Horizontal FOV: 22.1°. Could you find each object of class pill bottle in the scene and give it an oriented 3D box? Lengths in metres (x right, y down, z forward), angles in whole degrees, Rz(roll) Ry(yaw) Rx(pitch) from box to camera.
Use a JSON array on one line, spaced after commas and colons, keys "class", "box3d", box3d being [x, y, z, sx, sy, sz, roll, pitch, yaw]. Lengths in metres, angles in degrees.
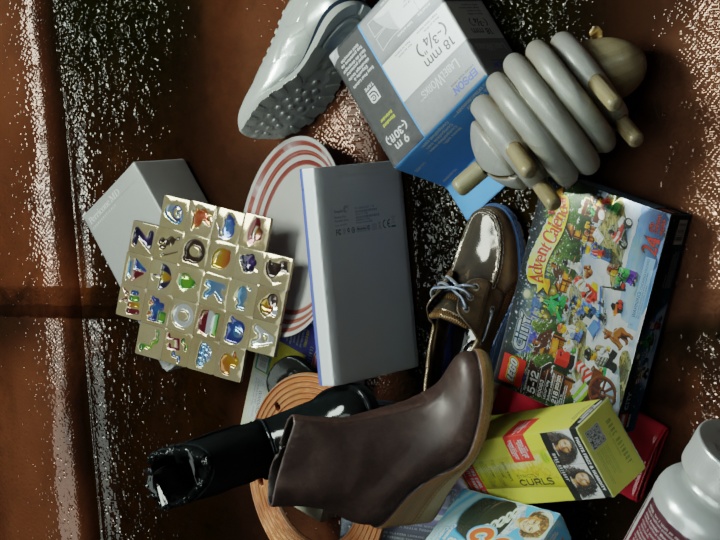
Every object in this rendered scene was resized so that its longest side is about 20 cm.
[{"class": "pill bottle", "box3d": [0.282, 0.233, 1.557, 0.109, 0.109, 0.201, 40, 119, 29]}]

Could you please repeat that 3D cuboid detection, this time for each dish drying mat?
[{"class": "dish drying mat", "box3d": [0.188, 0.133, 1.683, 0.199, 0.018, 0.077, 29, 110, 36]}]

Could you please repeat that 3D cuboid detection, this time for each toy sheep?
[{"class": "toy sheep", "box3d": [0.161, -0.130, 1.589, 0.199, 0.138, 0.138, -34, 71, 4]}]

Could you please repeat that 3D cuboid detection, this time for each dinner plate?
[{"class": "dinner plate", "box3d": [-0.064, -0.033, 1.844, 0.200, 0.024, 0.202, -14, 74, 56]}]

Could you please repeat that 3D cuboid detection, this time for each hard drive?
[{"class": "hard drive", "box3d": [0.000, 0.000, 1.751, 0.025, 0.131, 0.202, -3, 94, 39]}]

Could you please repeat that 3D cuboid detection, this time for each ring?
[{"class": "ring", "box3d": [-0.039, 0.199, 1.792, 0.199, 0.019, 0.203, 8, 101, 46]}]

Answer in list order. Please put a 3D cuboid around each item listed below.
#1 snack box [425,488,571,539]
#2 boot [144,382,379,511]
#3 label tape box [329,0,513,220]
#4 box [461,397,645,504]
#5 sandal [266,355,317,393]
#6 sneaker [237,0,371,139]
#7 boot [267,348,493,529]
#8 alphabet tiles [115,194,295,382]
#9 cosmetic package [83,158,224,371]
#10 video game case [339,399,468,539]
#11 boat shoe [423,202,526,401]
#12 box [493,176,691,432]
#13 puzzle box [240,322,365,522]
[{"class": "snack box", "box3d": [0.087, 0.286, 1.626, 0.115, 0.200, 0.037, 9, 138, 42]}, {"class": "boot", "box3d": [-0.096, 0.166, 1.717, 0.198, 0.162, 0.074, -25, 79, 45]}, {"class": "label tape box", "box3d": [0.076, -0.166, 1.709, 0.144, 0.063, 0.201, -44, 68, 36]}, {"class": "box", "box3d": [0.161, 0.165, 1.644, 0.199, 0.050, 0.076, -14, 108, 57]}, {"class": "sandal", "box3d": [-0.021, 0.168, 1.820, 0.200, 0.045, 0.075, 42, 112, 7]}, {"class": "sneaker", "box3d": [-0.060, -0.213, 1.824, 0.200, 0.076, 0.081, -48, 55, 29]}, {"class": "boot", "box3d": [0.018, 0.146, 1.641, 0.073, 0.165, 0.201, -111, 38, -55]}, {"class": "alphabet tiles", "box3d": [-0.159, 0.017, 1.869, 0.198, 0.006, 0.168, 13, 95, 28]}, {"class": "cosmetic package", "box3d": [-0.197, -0.009, 1.948, 0.107, 0.090, 0.201, -43, 72, 32]}, {"class": "video game case", "box3d": [0.051, 0.229, 1.776, 0.141, 0.019, 0.202, 7, 100, 14]}, {"class": "boat shoe", "box3d": [0.102, 0.037, 1.697, 0.072, 0.072, 0.202, 9, 93, 42]}, {"class": "box", "box3d": [0.203, 0.027, 1.633, 0.136, 0.038, 0.202, 21, 104, 36]}, {"class": "puzzle box", "box3d": [-0.060, 0.139, 1.891, 0.132, 0.025, 0.202, 26, 112, 35]}]
